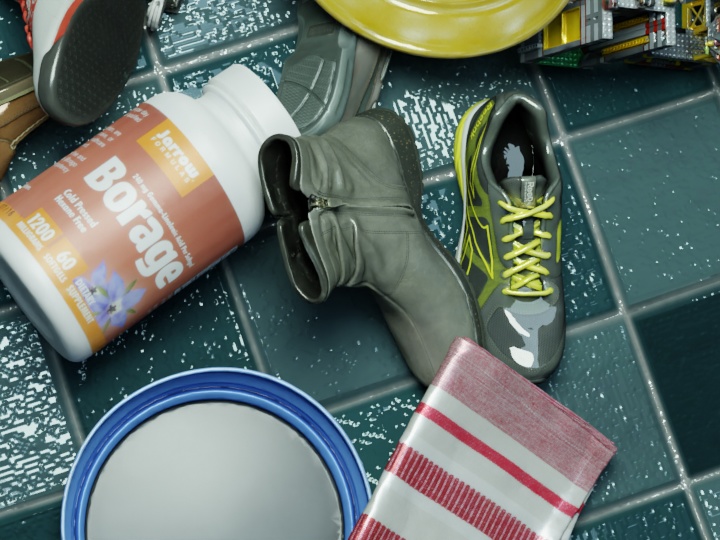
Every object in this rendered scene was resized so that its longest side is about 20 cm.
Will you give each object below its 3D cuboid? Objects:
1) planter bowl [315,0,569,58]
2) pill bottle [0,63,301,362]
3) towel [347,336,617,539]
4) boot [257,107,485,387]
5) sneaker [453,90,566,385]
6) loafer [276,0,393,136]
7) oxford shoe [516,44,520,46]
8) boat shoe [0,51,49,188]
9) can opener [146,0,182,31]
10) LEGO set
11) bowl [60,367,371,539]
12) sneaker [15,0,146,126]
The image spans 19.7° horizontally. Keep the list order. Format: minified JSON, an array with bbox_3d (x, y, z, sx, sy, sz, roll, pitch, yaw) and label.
[{"bbox_3d":[0.051,-0.239,1.314,0.200,0.201,0.084,23,44,-3],"label":"planter bowl"},{"bbox_3d":[-0.135,-0.042,1.322,0.200,0.112,0.112,-37,85,-14],"label":"pill bottle"},{"bbox_3d":[0.069,0.162,1.324,0.144,0.023,0.200,35,76,-25],"label":"towel"},{"bbox_3d":[0.000,0.000,1.313,0.131,0.068,0.201,-27,98,-52],"label":"boot"},{"bbox_3d":[0.098,-0.025,1.368,0.074,0.085,0.201,-6,79,-9],"label":"sneaker"},{"bbox_3d":[-0.004,-0.165,1.403,0.063,0.072,0.200,37,65,-45],"label":"loafer"},{"bbox_3d":[0.067,-0.249,1.422,0.071,0.071,0.201,-7,80,-6],"label":"oxford shoe"},{"bbox_3d":[-0.260,-0.079,1.341,0.200,0.072,0.068,-30,114,-22],"label":"boat shoe"},{"bbox_3d":[-0.124,-0.256,1.402,0.067,0.053,0.201,17,74,-4],"label":"can opener"},{"bbox_3d":[0.196,-0.199,1.373,0.200,0.116,0.154,11,81,-28],"label":"LEGO set"},{"bbox_3d":[-0.091,0.163,1.322,0.200,0.039,0.201,2,77,-8],"label":"bowl"},{"bbox_3d":[-0.197,-0.173,1.338,0.108,0.067,0.202,-6,58,31],"label":"sneaker"}]
